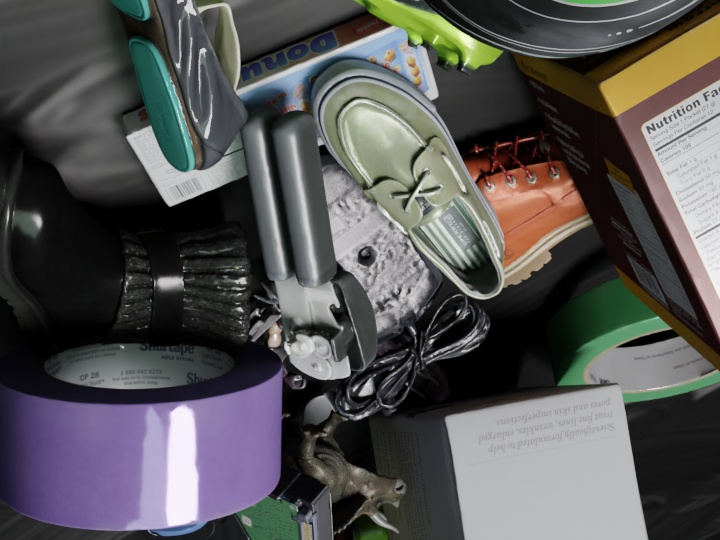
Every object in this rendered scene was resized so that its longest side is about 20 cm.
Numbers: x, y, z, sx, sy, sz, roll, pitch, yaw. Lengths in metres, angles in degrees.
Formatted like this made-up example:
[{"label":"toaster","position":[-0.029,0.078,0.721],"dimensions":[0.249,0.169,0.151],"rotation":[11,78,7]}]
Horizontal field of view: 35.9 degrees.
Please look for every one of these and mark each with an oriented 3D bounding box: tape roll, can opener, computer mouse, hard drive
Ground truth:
[{"label":"tape roll","position":[-0.154,0.104,0.781],"dimensions":[0.199,0.200,0.086],"rotation":[-3,101,-20]},{"label":"tape roll","position":[0.268,0.060,0.997],"dimensions":[0.199,0.048,0.201],"rotation":[-6,151,-3]},{"label":"can opener","position":[-0.036,-0.015,0.741],"dimensions":[0.052,0.066,0.201],"rotation":[9,125,32]},{"label":"computer mouse","position":[0.000,0.000,0.817],"dimensions":[0.138,0.053,0.201],"rotation":[-32,116,-9]},{"label":"hard drive","position":[-0.112,0.197,0.918],"dimensions":[0.038,0.199,0.140],"rotation":[-43,141,-42]}]

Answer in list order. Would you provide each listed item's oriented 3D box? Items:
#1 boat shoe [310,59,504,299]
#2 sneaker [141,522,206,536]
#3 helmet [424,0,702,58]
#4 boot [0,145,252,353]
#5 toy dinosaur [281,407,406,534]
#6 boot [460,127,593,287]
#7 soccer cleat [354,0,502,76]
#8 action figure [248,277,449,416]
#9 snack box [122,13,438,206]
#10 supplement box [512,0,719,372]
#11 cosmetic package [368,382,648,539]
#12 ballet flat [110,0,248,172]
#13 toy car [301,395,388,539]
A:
[{"label":"boat shoe","position":[0.043,-0.058,0.737],"dimensions":[0.072,0.062,0.200],"rotation":[-37,126,15]},{"label":"sneaker","position":[-0.203,0.171,0.900],"dimensions":[0.199,0.071,0.078],"rotation":[13,160,15]},{"label":"helmet","position":[0.108,-0.204,0.554],"dimensions":[0.190,0.201,0.200],"rotation":[34,118,-25]},{"label":"boot","position":[-0.151,-0.010,0.729],"dimensions":[0.157,0.080,0.211],"rotation":[0,154,-3]},{"label":"toy dinosaur","position":[-0.061,0.158,0.917],"dimensions":[0.199,0.077,0.103],"rotation":[12,108,12]},{"label":"boot","position":[0.129,-0.072,0.813],"dimensions":[0.107,0.075,0.200],"rotation":[25,123,-34]},{"label":"soccer cleat","position":[0.014,-0.189,0.643],"dimensions":[0.199,0.067,0.081],"rotation":[26,93,-32]},{"label":"action figure","position":[-0.013,0.052,0.894],"dimensions":[0.130,0.070,0.200],"rotation":[-32,136,21]},{"label":"snack box","position":[-0.050,-0.108,0.730],"dimensions":[0.199,0.024,0.072],"rotation":[-22,139,2]},{"label":"supplement box","position":[0.210,-0.075,0.678],"dimensions":[0.132,0.197,0.201],"rotation":[-29,108,3]},{"label":"cosmetic package","position":[0.122,0.192,0.962],"dimensions":[0.164,0.166,0.200],"rotation":[-8,175,-19]},{"label":"ballet flat","position":[-0.108,-0.150,0.629],"dimensions":[0.073,0.073,0.201],"rotation":[-18,128,-2]},{"label":"toy car","position":[-0.065,0.202,1.017],"dimensions":[0.163,0.158,0.201],"rotation":[-9,115,1]}]
